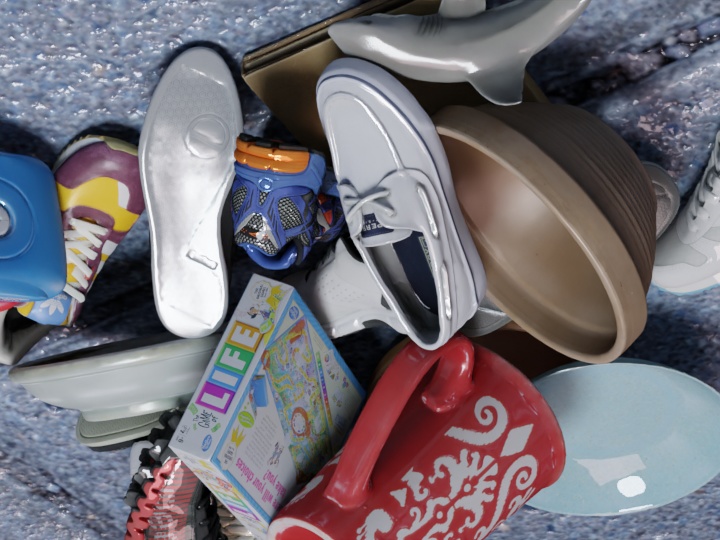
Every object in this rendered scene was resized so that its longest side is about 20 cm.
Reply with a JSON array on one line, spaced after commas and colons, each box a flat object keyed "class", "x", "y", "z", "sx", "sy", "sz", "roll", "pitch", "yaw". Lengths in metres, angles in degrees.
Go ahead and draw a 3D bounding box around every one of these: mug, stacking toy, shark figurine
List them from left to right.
[{"class": "stacking toy", "x": -0.297, "y": 0.001, "z": 1.560, "sx": 0.116, "sy": 0.110, "sz": 0.200, "roll": 5, "pitch": 156, "yaw": -35}, {"class": "mug", "x": 0.026, "y": 0.143, "z": 1.611, "sx": 0.133, "sy": 0.200, "sz": 0.178, "roll": -4, "pitch": 121, "yaw": 53}, {"class": "shark figurine", "x": 0.102, "y": -0.150, "z": 1.400, "sx": 0.214, "sy": 0.090, "sz": 0.128, "roll": -28, "pitch": 135, "yaw": 22}]

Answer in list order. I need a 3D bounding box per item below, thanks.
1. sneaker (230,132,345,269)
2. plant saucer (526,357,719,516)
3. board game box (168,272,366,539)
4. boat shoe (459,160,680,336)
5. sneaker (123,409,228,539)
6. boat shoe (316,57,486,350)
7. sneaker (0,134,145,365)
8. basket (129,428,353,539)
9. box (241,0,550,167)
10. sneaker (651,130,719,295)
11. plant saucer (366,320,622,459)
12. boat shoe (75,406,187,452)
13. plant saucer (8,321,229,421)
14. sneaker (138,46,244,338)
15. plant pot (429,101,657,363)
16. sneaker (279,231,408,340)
[{"class": "sneaker", "x": -0.054, "y": -0.039, "z": 1.497, "sx": 0.075, "sy": 0.079, "sz": 0.200, "roll": 14, "pitch": 177, "yaw": 13}, {"class": "plant saucer", "x": 0.189, "y": 0.119, "z": 1.725, "sx": 0.200, "sy": 0.039, "sz": 0.201, "roll": 0, "pitch": 140, "yaw": 0}, {"class": "board game box", "x": -0.061, "y": 0.104, "z": 1.580, "sx": 0.034, "sy": 0.135, "sz": 0.200, "roll": 18, "pitch": 161, "yaw": 23}, {"class": "boat shoe", "x": 0.138, "y": -0.024, "z": 1.601, "sx": 0.202, "sy": 0.065, "sz": 0.074, "roll": -34, "pitch": 109, "yaw": 26}, {"class": "sneaker", "x": -0.127, "y": 0.189, "z": 1.608, "sx": 0.098, "sy": 0.071, "sz": 0.201, "roll": 17, "pitch": 119, "yaw": 0}, {"class": "boat shoe", "x": 0.023, "y": -0.040, "z": 1.440, "sx": 0.073, "sy": 0.065, "sz": 0.200, "roll": -13, "pitch": 117, "yaw": 36}, {"class": "sneaker", "x": -0.205, "y": -0.010, "z": 1.581, "sx": 0.075, "sy": 0.090, "sz": 0.200, "roll": 19, "pitch": 137, "yaw": -22}, {"class": "basket", "x": -0.070, "y": 0.222, "z": 1.760, "sx": 0.197, "sy": 0.161, "sz": 0.200, "roll": -4, "pitch": 162, "yaw": 5}, {"class": "box", "x": 0.040, "y": -0.107, "z": 1.522, "sx": 0.163, "sy": 0.021, "sz": 0.200, "roll": -22, "pitch": 135, "yaw": 22}, {"class": "sneaker", "x": 0.266, "y": -0.060, "z": 1.550, "sx": 0.081, "sy": 0.077, "sz": 0.200, "roll": 35, "pitch": 122, "yaw": -25}, {"class": "plant saucer", "x": 0.104, "y": 0.093, "z": 1.750, "sx": 0.199, "sy": 0.038, "sz": 0.200, "roll": 0, "pitch": 140, "yaw": 0}, {"class": "boat shoe", "x": -0.129, "y": 0.105, "z": 1.734, "sx": 0.199, "sy": 0.072, "sz": 0.068, "roll": -20, "pitch": 132, "yaw": 19}, {"class": "plant saucer", "x": -0.153, "y": 0.075, "z": 1.624, "sx": 0.199, "sy": 0.050, "sz": 0.200, "roll": -11, "pitch": -178, "yaw": 0}, {"class": "sneaker", "x": -0.117, "y": -0.063, "z": 1.543, "sx": 0.070, "sy": 0.099, "sz": 0.201, "roll": 0, "pitch": 109, "yaw": -5}, {"class": "plant pot", "x": 0.130, "y": -0.042, "z": 1.481, "sx": 0.093, "sy": 0.201, "sz": 0.201, "roll": -40, "pitch": 142, "yaw": -18}, {"class": "sneaker", "x": 0.000, "y": 0.000, "z": 1.591, "sx": 0.200, "sy": 0.074, "sz": 0.080, "roll": -9, "pitch": 122, "yaw": 50}]
